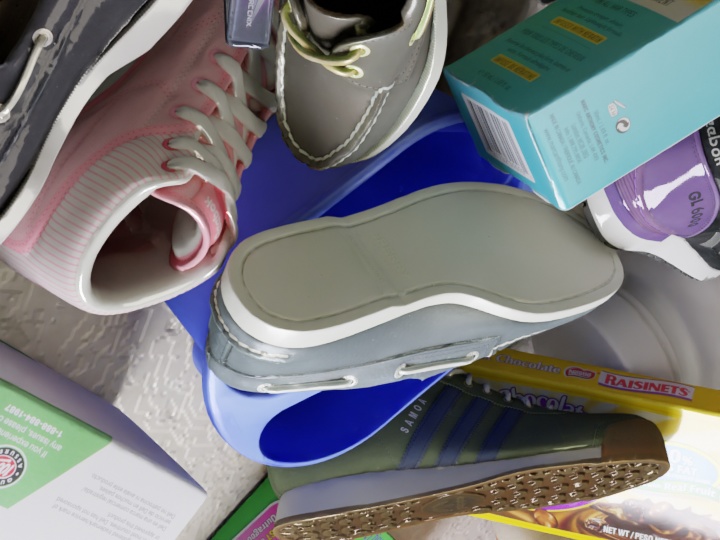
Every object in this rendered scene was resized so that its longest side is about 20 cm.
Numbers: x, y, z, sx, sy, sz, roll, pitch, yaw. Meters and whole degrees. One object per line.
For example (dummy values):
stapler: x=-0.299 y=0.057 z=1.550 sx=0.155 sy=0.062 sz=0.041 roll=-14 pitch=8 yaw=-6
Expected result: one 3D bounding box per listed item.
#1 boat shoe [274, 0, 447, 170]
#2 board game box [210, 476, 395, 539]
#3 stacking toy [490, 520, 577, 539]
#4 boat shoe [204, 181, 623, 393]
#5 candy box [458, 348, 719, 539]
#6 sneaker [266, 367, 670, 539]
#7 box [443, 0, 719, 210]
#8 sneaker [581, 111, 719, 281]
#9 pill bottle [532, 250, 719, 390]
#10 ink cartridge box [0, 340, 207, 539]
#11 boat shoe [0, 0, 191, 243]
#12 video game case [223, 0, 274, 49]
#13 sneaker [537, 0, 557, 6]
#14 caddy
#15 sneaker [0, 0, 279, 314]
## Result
boat shoe: x=-0.001 y=-0.111 z=0.640 sx=0.060 sy=0.072 sz=0.202 roll=-42 pitch=160 yaw=-42
board game box: x=-0.057 y=0.212 z=0.944 sx=0.200 sy=0.040 sz=0.153 roll=-47 pitch=137 yaw=-6
stacking toy: x=0.128 y=0.189 z=1.057 sx=0.146 sy=0.146 sz=0.200 roll=-22 pitch=149 yaw=-29
boat shoe: x=0.023 y=0.011 z=0.739 sx=0.199 sy=0.073 sz=0.062 roll=-8 pitch=145 yaw=-34
candy box: x=0.110 y=0.095 z=0.917 sx=0.026 sy=0.199 sz=0.103 roll=-58 pitch=154 yaw=-56
sneaker: x=0.049 y=0.075 z=0.869 sx=0.199 sy=0.090 sz=0.067 roll=-9 pitch=155 yaw=-3
box: x=0.141 y=-0.106 z=0.742 sx=0.199 sy=0.082 sz=0.049 roll=-32 pitch=119 yaw=-9
sneaker: x=0.178 y=-0.041 z=0.815 sx=0.200 sy=0.087 sz=0.076 roll=-1 pitch=77 yaw=-61
pill bottle: x=0.200 y=0.015 z=0.980 sx=0.199 sy=0.120 sz=0.120 roll=-29 pitch=133 yaw=-24
ink cartridge box: x=-0.187 y=0.132 z=0.743 sx=0.200 sy=0.087 sz=0.145 roll=-54 pitch=137 yaw=-1
boat shoe: x=-0.135 y=-0.074 z=0.662 sx=0.200 sy=0.074 sz=0.060 roll=-49 pitch=128 yaw=6
video game case: x=-0.033 y=-0.200 z=0.626 sx=0.019 sy=0.143 sz=0.201 roll=5 pitch=118 yaw=-8
sneaker: x=0.157 y=-0.176 z=0.831 sx=0.199 sy=0.090 sz=0.079 roll=-4 pitch=137 yaw=-27
caddy: x=0.000 y=0.000 z=0.804 sx=0.200 sy=0.105 sz=0.142 roll=-39 pitch=137 yaw=-15
sneaker: x=-0.062 y=-0.058 z=0.715 sx=0.200 sy=0.105 sz=0.075 roll=-41 pitch=135 yaw=-14
